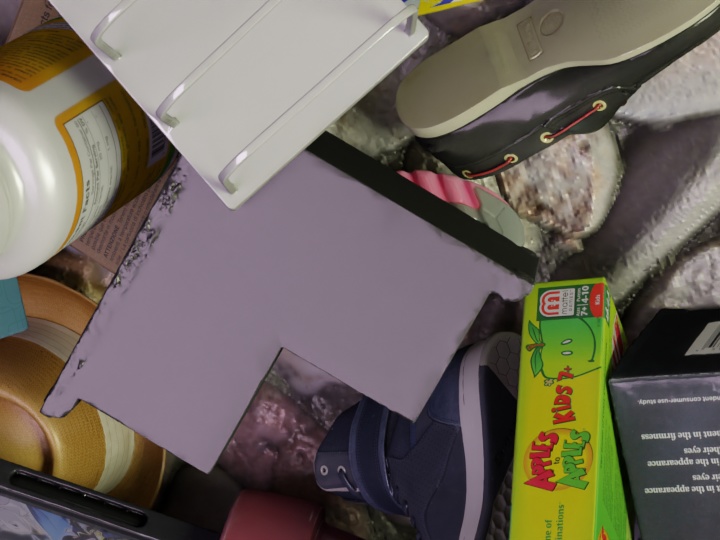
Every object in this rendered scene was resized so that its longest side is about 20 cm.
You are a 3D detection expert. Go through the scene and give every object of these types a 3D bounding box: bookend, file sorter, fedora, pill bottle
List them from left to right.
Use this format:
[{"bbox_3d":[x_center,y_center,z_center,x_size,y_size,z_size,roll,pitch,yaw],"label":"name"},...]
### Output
[{"bbox_3d":[-0.219,0.098,1.660,0.200,0.082,0.202,8,107,28],"label":"fedora"},{"bbox_3d":[-0.186,-0.062,1.433,0.110,0.200,0.112,9,114,22],"label":"pill bottle"},{"bbox_3d":[-0.080,-0.152,1.327,0.139,0.125,0.200,-41,89,-1],"label":"file sorter"},{"bbox_3d":[-0.036,0.033,1.449,0.199,0.092,0.199,29,101,0],"label":"bookend"}]

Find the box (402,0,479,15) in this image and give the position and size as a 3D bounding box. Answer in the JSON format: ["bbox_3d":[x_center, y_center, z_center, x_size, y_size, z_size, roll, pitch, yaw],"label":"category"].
[{"bbox_3d":[0.059,-0.184,1.435,0.199,0.064,0.070,-11,106,28],"label":"box"}]

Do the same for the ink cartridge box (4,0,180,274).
[{"bbox_3d":[-0.125,-0.104,1.548,0.164,0.075,0.201,33,121,11],"label":"ink cartridge box"}]

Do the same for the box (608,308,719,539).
[{"bbox_3d":[0.235,0.126,1.458,0.147,0.104,0.201,-4,110,26],"label":"box"}]

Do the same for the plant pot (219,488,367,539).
[{"bbox_3d":[-0.004,0.244,1.583,0.178,0.200,0.201,10,116,4],"label":"plant pot"}]

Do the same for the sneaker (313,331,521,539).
[{"bbox_3d":[0.041,0.149,1.527,0.146,0.077,0.203,-18,61,43],"label":"sneaker"}]

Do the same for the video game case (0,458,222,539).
[{"bbox_3d":[-0.175,0.205,1.639,0.180,0.026,0.201,18,136,11],"label":"video game case"}]

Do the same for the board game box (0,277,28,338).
[{"bbox_3d":[-0.271,-0.049,1.595,0.200,0.045,0.153,20,125,58],"label":"board game box"}]

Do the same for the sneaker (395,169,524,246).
[{"bbox_3d":[0.000,0.000,1.541,0.199,0.095,0.079,-11,71,9],"label":"sneaker"}]

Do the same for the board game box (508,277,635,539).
[{"bbox_3d":[0.117,0.116,1.439,0.047,0.201,0.102,-5,145,16],"label":"board game box"}]

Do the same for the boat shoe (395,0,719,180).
[{"bbox_3d":[0.118,-0.114,1.441,0.201,0.074,0.063,-26,135,21],"label":"boat shoe"}]
